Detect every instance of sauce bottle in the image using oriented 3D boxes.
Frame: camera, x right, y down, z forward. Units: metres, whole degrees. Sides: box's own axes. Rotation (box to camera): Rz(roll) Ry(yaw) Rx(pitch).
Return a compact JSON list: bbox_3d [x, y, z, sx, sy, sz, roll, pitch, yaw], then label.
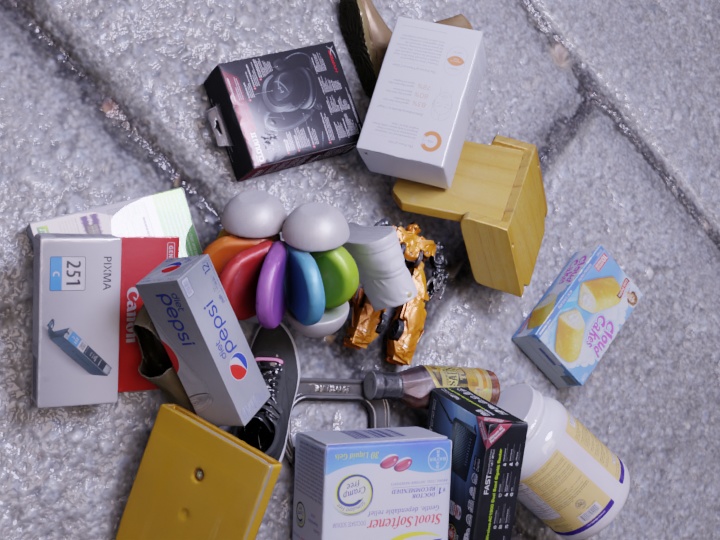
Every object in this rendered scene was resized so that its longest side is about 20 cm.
[{"bbox_3d":[0.101,0.166,1.288,0.200,0.066,0.066,6,78,-29],"label":"sauce bottle"}]

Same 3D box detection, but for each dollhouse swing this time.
[{"bbox_3d":[0.164,-0.087,1.358,0.200,0.176,0.182,-66,147,-42],"label":"dollhouse swing"}]

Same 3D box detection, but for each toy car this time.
[{"bbox_3d":[-0.107,0.008,1.127,0.150,0.200,0.175,-52,150,-55],"label":"toy car"}]

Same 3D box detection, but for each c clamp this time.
[{"bbox_3d":[-0.026,0.229,1.239,0.200,0.027,0.171,11,75,-23],"label":"c clamp"}]

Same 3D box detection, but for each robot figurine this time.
[{"bbox_3d":[0.047,0.025,1.297,0.145,0.058,0.200,23,71,-21],"label":"robot figurine"}]

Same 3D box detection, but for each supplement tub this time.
[{"bbox_3d":[0.270,0.272,1.309,0.200,0.145,0.145,43,65,-13],"label":"supplement tub"}]

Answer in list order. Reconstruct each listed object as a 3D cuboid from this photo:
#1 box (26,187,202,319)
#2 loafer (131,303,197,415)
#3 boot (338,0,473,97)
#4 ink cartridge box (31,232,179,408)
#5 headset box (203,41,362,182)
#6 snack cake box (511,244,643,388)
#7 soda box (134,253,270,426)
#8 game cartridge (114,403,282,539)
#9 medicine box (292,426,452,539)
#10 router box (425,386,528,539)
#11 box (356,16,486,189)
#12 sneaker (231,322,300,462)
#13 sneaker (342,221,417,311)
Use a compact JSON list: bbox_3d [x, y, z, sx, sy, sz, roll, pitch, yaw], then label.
[{"bbox_3d":[-0.298,-0.013,1.150,0.200,0.036,0.145,-17,88,-26],"label":"box"},{"bbox_3d":[-0.229,0.122,1.109,0.067,0.076,0.200,-37,117,-46],"label":"loafer"},{"bbox_3d":[0.077,-0.359,1.386,0.200,0.066,0.175,-21,102,-27],"label":"boot"},{"bbox_3d":[-0.298,0.057,1.092,0.176,0.045,0.200,-1,98,-30],"label":"ink cartridge box"},{"bbox_3d":[-0.111,-0.217,1.256,0.200,0.077,0.149,-20,89,-27],"label":"headset box"},{"bbox_3d":[0.341,0.072,1.426,0.115,0.067,0.200,46,65,-11],"label":"snack cake box"},{"bbox_3d":[-0.180,0.084,1.058,0.063,0.068,0.200,-50,127,-50],"label":"soda box"},{"bbox_3d":[-0.192,0.278,1.048,0.032,0.176,0.200,12,99,-59],"label":"game cartridge"},{"bbox_3d":[0.014,0.311,1.183,0.182,0.103,0.200,2,90,-25],"label":"medicine box"},{"bbox_3d":[0.142,0.270,1.211,0.062,0.150,0.200,3,98,-25],"label":"router box"},{"bbox_3d":[0.088,-0.232,1.269,0.124,0.097,0.200,15,80,15],"label":"box"},{"bbox_3d":[-0.118,0.156,1.160,0.071,0.099,0.200,4,78,2],"label":"sneaker"},{"bbox_3d":[0.000,0.000,1.215,0.074,0.200,0.116,-31,110,-22],"label":"sneaker"}]
